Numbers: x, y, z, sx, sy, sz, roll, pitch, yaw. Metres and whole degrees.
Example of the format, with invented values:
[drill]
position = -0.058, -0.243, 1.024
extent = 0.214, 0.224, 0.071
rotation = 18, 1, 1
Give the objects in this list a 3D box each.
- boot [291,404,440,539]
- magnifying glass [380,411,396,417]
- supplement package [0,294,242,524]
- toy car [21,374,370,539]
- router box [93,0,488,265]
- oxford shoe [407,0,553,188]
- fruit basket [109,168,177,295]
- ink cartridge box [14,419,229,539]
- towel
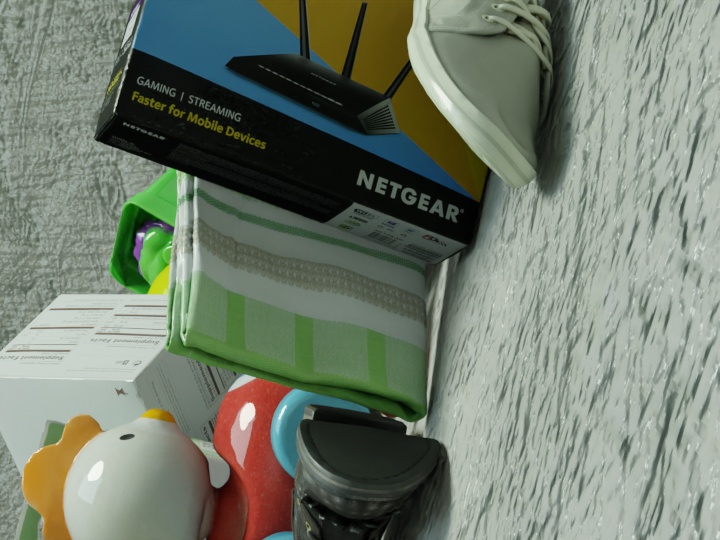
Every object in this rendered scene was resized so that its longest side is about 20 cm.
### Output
[boot]
position = -0.012, 0.161, 0.911
extent = 0.200, 0.069, 0.176
rotation = -159, 79, -88
[magnifying glass]
position = 0.000, 0.000, 1.044
extent = 0.080, 0.022, 0.201
rotation = -45, 39, 27
[supplement package]
position = -0.162, 0.130, 1.355
extent = 0.111, 0.155, 0.201
rotation = -48, -52, -46
[toy car]
position = -0.107, 0.127, 1.134
extent = 0.184, 0.198, 0.178
rotation = 168, 115, -83
[router box]
position = -0.024, -0.107, 0.958
extent = 0.051, 0.199, 0.150
rotation = -30, 44, 64
[oxford shoe]
position = 0.062, -0.103, 0.857
extent = 0.058, 0.075, 0.200
rotation = -34, 23, 17
[fruit basket]
position = -0.114, 0.025, 1.476
extent = 0.156, 0.214, 0.217
rotation = 116, 168, -59
[ink cartridge box]
position = -0.134, 0.186, 1.253
extent = 0.048, 0.198, 0.147
rotation = -125, 50, -79
[towel]
position = -0.028, -0.024, 0.978
extent = 0.031, 0.148, 0.201
rotation = 126, 152, -45
